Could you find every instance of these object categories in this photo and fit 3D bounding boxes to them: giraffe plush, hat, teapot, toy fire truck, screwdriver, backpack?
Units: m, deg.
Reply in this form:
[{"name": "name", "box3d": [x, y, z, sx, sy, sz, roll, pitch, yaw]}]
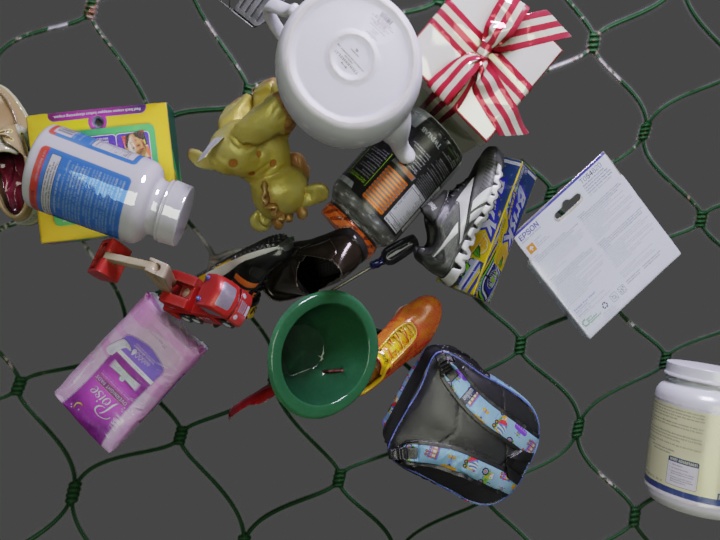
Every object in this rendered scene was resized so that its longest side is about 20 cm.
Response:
[{"name": "giraffe plush", "box3d": [-0.123, -0.150, 0.975, 0.164, 0.170, 0.202, 53, 55, -27]}, {"name": "hat", "box3d": [-0.097, 0.114, 1.000, 0.196, 0.174, 0.171, -23, 104, -28]}, {"name": "teapot", "box3d": [-0.021, -0.242, 0.877, 0.191, 0.146, 0.207, -4, 86, -8]}, {"name": "toy fire truck", "box3d": [-0.249, 0.016, 0.910, 0.141, 0.196, 0.050, 43, 61, -43]}, {"name": "screwdriver", "box3d": [0.000, 0.000, 1.045, 0.196, 0.028, 0.030, -26, 63, -3]}, {"name": "backpack", "box3d": [0.149, 0.225, 1.009, 0.196, 0.135, 0.186, 29, 89, -4]}]

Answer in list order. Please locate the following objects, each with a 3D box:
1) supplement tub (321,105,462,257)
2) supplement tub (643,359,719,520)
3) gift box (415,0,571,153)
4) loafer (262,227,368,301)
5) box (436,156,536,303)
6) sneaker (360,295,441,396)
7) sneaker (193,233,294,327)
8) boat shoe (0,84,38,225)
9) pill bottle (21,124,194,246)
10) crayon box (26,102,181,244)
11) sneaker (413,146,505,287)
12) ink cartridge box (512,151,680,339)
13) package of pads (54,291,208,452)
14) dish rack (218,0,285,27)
[{"name": "supplement tub", "box3d": [0.042, -0.124, 0.997, 0.122, 0.123, 0.200, 43, 88, -5]}, {"name": "supplement tub", "box3d": [0.505, 0.245, 1.035, 0.140, 0.145, 0.207, 7, 91, -5]}, {"name": "gift box", "box3d": [0.167, -0.280, 0.972, 0.198, 0.187, 0.186, 37, 89, -4]}, {"name": "loafer", "box3d": [-0.079, -0.001, 0.968, 0.197, 0.072, 0.074, -25, 107, 41]}, {"name": "box", "box3d": [0.187, -0.063, 1.028, 0.069, 0.064, 0.205, 21, 90, 36]}, {"name": "sneaker", "box3d": [0.049, 0.117, 1.028, 0.200, 0.077, 0.073, -45, 93, -4]}, {"name": "sneaker", "box3d": [-0.156, 0.018, 0.981, 0.196, 0.070, 0.092, -22, 100, 32]}, {"name": "boat shoe", "box3d": [-0.493, -0.166, 0.977, 0.072, 0.066, 0.206, -19, 93, -4]}, {"name": "pill bottle", "box3d": [-0.324, -0.103, 0.913, 0.195, 0.112, 0.115, 20, 90, -6]}, {"name": "crayon box", "box3d": [-0.357, -0.136, 0.994, 0.193, 0.058, 0.179, -6, 93, -6]}, {"name": "sneaker", "box3d": [0.133, -0.086, 0.971, 0.088, 0.066, 0.205, 23, 93, -11]}, {"name": "ink cartridge box", "box3d": [0.355, -0.038, 1.067, 0.198, 0.041, 0.201, -40, 94, -3]}, {"name": "package of pads", "box3d": [-0.324, 0.142, 0.996, 0.120, 0.076, 0.200, 44, 88, -2]}, {"name": "dish rack", "box3d": [-0.183, -0.460, 1.003, 0.198, 0.055, 0.155, 36, 89, -5]}]
